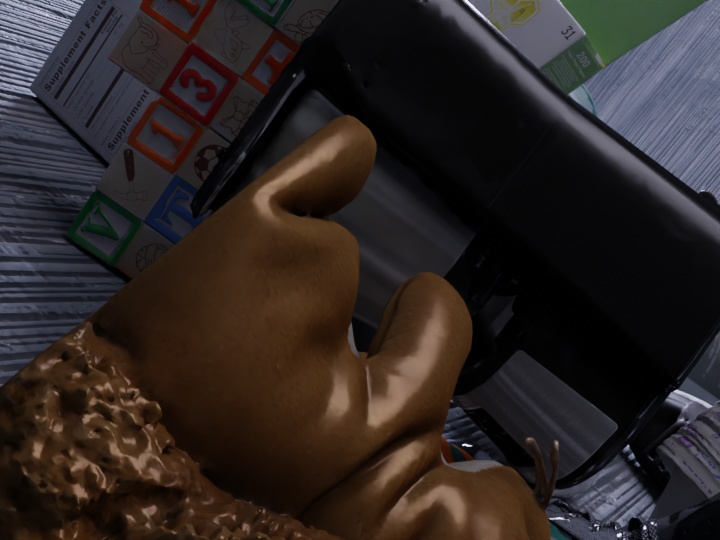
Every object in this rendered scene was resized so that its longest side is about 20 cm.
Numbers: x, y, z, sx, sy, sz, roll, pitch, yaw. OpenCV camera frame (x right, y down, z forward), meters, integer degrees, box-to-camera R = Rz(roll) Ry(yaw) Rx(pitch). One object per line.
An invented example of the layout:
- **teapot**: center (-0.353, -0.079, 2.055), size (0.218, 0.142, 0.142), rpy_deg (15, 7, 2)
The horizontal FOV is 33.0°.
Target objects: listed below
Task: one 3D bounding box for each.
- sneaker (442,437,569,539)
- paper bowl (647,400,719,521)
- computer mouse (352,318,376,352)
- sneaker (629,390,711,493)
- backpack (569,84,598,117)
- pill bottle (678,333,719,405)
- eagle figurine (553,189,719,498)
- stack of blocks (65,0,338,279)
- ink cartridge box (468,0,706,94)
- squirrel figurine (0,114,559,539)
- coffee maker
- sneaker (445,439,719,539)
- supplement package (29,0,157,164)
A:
- **sneaker**: center (0.016, 0.099, 0.512), size (0.200, 0.071, 0.080), rpy_deg (37, -1, 6)
- **paper bowl**: center (0.228, 0.169, 0.647), size (0.201, 0.104, 0.201), rpy_deg (53, 4, -5)
- **computer mouse**: center (0.000, 0.000, 0.618), size (0.046, 0.141, 0.200), rpy_deg (4, 1, 24)
- **sneaker**: center (0.244, 0.148, 0.865), size (0.112, 0.073, 0.200), rpy_deg (23, 22, -52)
- **backpack**: center (0.117, -0.087, 1.033), size (0.167, 0.200, 0.127), rpy_deg (37, 14, -5)
- **pill bottle**: center (0.314, 0.099, 1.107), size (0.200, 0.114, 0.114), rpy_deg (34, 15, -18)
- **eagle figurine**: center (0.121, 0.046, 0.692), size (0.150, 0.152, 0.200), rpy_deg (14, -15, -18)
- **stack of blocks**: center (-0.063, -0.086, 0.599), size (0.115, 0.200, 0.059), rpy_deg (34, 15, -6)
- **ink cartridge box**: center (0.151, -0.203, 0.939), size (0.048, 0.200, 0.146), rpy_deg (44, 15, -43)
- **squirrel figurine**: center (-0.020, 0.082, 0.386), size (0.187, 0.141, 0.200), rpy_deg (51, 36, -6)
- **coffee maker**: center (0.061, -0.038, 0.504), size (0.200, 0.192, 0.135), rpy_deg (38, 14, -7)
- **sneaker**: center (0.124, 0.127, 0.566), size (0.200, 0.114, 0.075), rpy_deg (45, 16, 26)
- **supplement package**: center (-0.081, -0.090, 0.747), size (0.200, 0.110, 0.114), rpy_deg (42, 15, 15)
